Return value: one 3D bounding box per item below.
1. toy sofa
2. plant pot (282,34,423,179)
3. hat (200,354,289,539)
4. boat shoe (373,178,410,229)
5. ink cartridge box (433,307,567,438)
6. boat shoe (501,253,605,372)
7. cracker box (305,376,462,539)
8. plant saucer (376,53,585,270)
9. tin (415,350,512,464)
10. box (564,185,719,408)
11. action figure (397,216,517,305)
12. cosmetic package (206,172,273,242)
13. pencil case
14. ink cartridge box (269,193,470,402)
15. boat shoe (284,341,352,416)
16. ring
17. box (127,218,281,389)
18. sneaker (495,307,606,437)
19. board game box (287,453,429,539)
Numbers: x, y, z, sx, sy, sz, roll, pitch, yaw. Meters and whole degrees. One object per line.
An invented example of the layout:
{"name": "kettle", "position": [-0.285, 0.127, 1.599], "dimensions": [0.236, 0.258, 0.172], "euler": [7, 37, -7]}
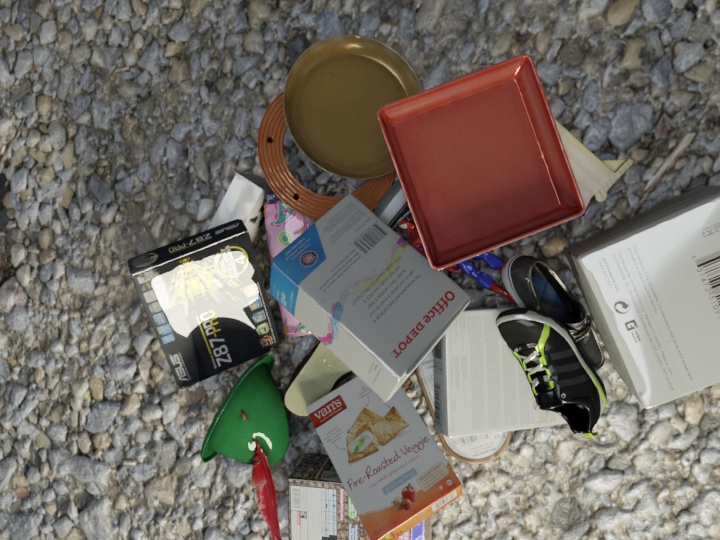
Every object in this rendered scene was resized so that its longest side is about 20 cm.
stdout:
{"name": "toy sofa", "position": [0.238, -0.163, 0.784], "dimensions": [0.200, 0.083, 0.098], "euler": [43, 99, 4]}
{"name": "plant pot", "position": [-0.008, -0.218, 0.825], "dimensions": [0.196, 0.027, 0.205], "euler": [2, 82, -11]}
{"name": "hat", "position": [-0.110, 0.248, 0.854], "dimensions": [0.174, 0.165, 0.202], "euler": [32, 118, 11]}
{"name": "boat shoe", "position": [0.091, -0.112, 0.810], "dimensions": [0.068, 0.073, 0.200], "euler": [43, 78, -12]}
{"name": "ink cartridge box", "position": [0.194, 0.131, 0.823], "dimensions": [0.196, 0.047, 0.164], "euler": [-1, 89, -19]}
{"name": "boat shoe", "position": [0.263, 0.059, 0.787], "dimensions": [0.070, 0.066, 0.201], "euler": [-40, 101, -15]}
{"name": "cracker box", "position": [0.028, 0.240, 0.816], "dimensions": [0.132, 0.058, 0.201], "euler": [-29, 57, -8]}
{"name": "plant saucer", "position": [0.141, -0.127, 0.726], "dimensions": [0.197, 0.037, 0.203], "euler": [-20, 89, -1]}
{"name": "tin", "position": [0.147, 0.175, 0.863], "dimensions": [0.110, 0.042, 0.203], "euler": [-21, 91, 9]}
{"name": "box", "position": [0.388, 0.027, 0.748], "dimensions": [0.197, 0.131, 0.202], "euler": [-25, 90, 14]}
{"name": "action figure", "position": [0.137, -0.025, 0.836], "dimensions": [0.197, 0.052, 0.066], "euler": [28, 86, 10]}
{"name": "cosmetic package", "position": [-0.192, -0.041, 0.888], "dimensions": [0.050, 0.082, 0.202], "euler": [31, 102, 7]}
{"name": "pencil case", "position": [-0.084, -0.010, 0.867], "dimensions": [0.086, 0.087, 0.204], "euler": [-6, 95, 12]}
{"name": "ink cartridge box", "position": [0.009, 0.030, 0.724], "dimensions": [0.199, 0.085, 0.144], "euler": [40, 60, 13]}
{"name": "boat shoe", "position": [-0.035, 0.122, 0.877], "dimensions": [0.073, 0.063, 0.202], "euler": [40, 107, -10]}
{"name": "ring", "position": [-0.044, -0.164, 0.836], "dimensions": [0.196, 0.019, 0.205], "euler": [3, 79, -15]}
{"name": "box", "position": [-0.209, 0.048, 0.841], "dimensions": [0.159, 0.049, 0.203], "euler": [-20, 124, -16]}
{"name": "sneaker", "position": [0.242, 0.131, 0.763], "dimensions": [0.200, 0.083, 0.071], "euler": [43, 141, -12]}
{"name": "board game box", "position": [0.002, 0.366, 0.880], "dimensions": [0.196, 0.097, 0.163], "euler": [1, 96, 12]}
